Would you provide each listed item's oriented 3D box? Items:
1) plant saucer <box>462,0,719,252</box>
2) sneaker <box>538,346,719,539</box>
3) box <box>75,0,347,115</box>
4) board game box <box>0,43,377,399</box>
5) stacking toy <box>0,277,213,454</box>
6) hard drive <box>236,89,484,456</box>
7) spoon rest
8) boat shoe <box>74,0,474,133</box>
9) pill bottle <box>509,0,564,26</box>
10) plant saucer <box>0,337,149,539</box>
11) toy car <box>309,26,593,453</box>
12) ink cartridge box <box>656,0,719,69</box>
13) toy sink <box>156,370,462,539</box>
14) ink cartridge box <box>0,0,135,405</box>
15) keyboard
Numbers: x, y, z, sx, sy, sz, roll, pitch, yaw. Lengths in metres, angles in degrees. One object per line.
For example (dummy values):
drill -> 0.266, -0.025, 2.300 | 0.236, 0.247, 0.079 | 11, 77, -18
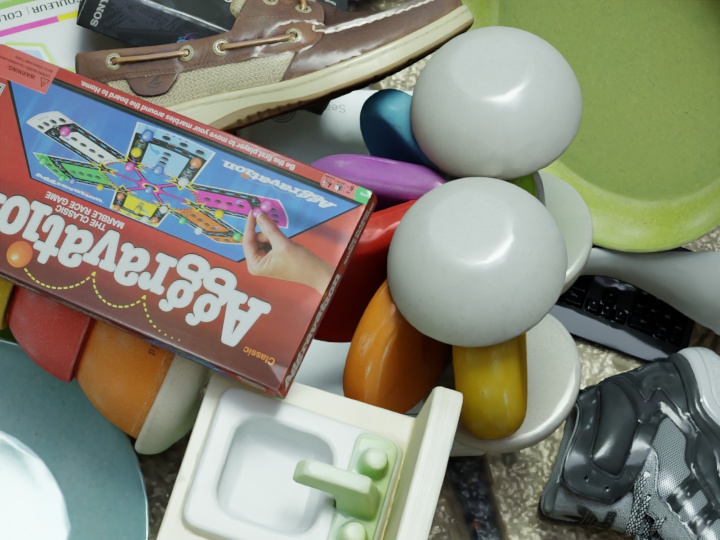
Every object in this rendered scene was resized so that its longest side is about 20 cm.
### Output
plant saucer -> 0.131, -0.107, 0.978 | 0.200, 0.200, 0.031 | 48, 48, 12
sneaker -> 0.157, 0.139, 0.992 | 0.113, 0.076, 0.201 | -5, 62, -12
box -> -0.077, -0.179, 1.049 | 0.143, 0.036, 0.200 | 19, 38, -16
board game box -> -0.103, -0.025, 0.875 | 0.199, 0.019, 0.103 | 22, 78, 14
stacking toy -> -0.152, -0.011, 0.936 | 0.199, 0.146, 0.146 | 25, 65, -4
hard drive -> 0.000, 0.000, 1.028 | 0.131, 0.027, 0.201 | 0, 76, -8
spoon rest -> 0.167, 0.011, 1.023 | 0.199, 0.099, 0.061 | -13, 77, 6
boat shoe -> -0.044, -0.114, 0.939 | 0.199, 0.072, 0.072 | -18, 93, 0
pill bottle -> 0.090, -0.242, 1.060 | 0.114, 0.114, 0.200 | -26, 84, -20
plant saucer -> -0.207, 0.130, 0.945 | 0.200, 0.039, 0.202 | 4, 67, -9
toy car -> 0.035, -0.013, 0.936 | 0.149, 0.175, 0.201 | 2, 59, 12
ink cartridge box -> 0.191, -0.122, 1.054 | 0.037, 0.200, 0.095 | -42, 79, 3
toy sink -> -0.038, 0.129, 0.888 | 0.112, 0.200, 0.131 | 17, 66, -3
ink cartridge box -> -0.160, -0.049, 1.010 | 0.147, 0.076, 0.201 | -17, 70, -17
keyboard -> 0.104, -0.026, 1.070 | 0.199, 0.040, 0.104 | 20, 65, -2
